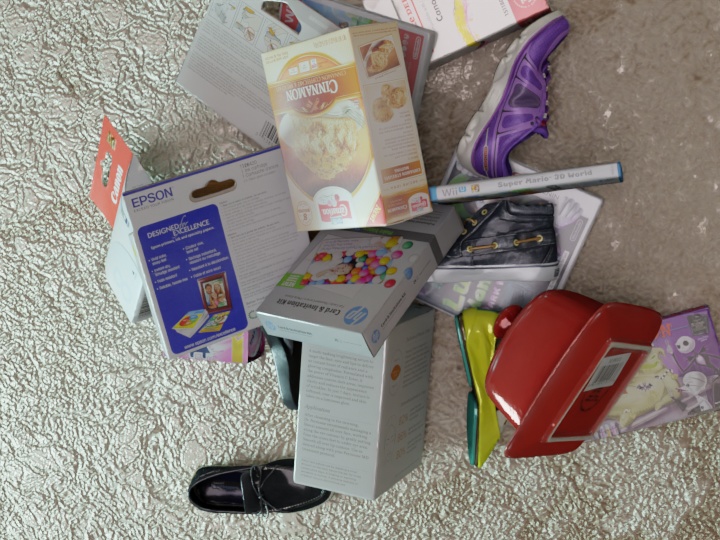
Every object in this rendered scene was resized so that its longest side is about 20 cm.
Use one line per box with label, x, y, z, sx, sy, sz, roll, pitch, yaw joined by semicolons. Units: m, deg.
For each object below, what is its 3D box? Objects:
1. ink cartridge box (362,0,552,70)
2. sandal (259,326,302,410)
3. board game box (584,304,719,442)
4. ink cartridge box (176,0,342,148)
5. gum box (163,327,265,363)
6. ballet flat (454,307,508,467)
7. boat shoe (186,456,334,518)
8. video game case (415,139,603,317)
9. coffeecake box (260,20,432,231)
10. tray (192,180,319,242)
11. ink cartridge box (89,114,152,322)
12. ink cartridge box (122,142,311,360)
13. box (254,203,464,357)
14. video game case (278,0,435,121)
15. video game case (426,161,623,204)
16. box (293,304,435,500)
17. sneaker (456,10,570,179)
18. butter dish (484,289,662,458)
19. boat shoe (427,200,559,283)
ink cartridge box;0.103;-0.304;1.210;0.199;0.067;0.117;-23;92;17
sandal;-0.084;0.073;1.309;0.043;0.076;0.201;-7;107;35
board game box;0.320;0.123;1.238;0.199;0.032;0.120;-17;89;16
ink cartridge box;-0.105;-0.245;1.252;0.200;0.045;0.177;37;117;16
gum box;-0.181;0.008;1.327;0.113;0.066;0.201;4;99;15
ballet flat;0.153;0.139;1.257;0.067;0.067;0.201;-7;106;1
boat shoe;-0.128;0.279;1.356;0.199;0.062;0.075;-3;95;13
video game case;0.162;-0.029;1.258;0.181;0.023;0.201;25;103;10
coffeecake box;-0.016;-0.148;1.134;0.153;0.073;0.201;-2;103;50
tray;-0.113;-0.066;1.259;0.199;0.037;0.099;-5;99;-23
ink cartridge box;-0.290;-0.062;1.287;0.200;0.047;0.160;54;144;21
ink cartridge box;-0.153;-0.025;1.199;0.197;0.047;0.201;-19;110;-20
box;0.000;0.000;1.176;0.156;0.200;0.041;9;140;39
video game case;-0.016;-0.234;1.237;0.200;0.017;0.143;24;118;24
video game case;0.183;-0.093;1.158;0.199;0.143;0.018;-7;91;15
box;0.006;0.143;1.249;0.106;0.152;0.201;8;99;23
sneaker;0.186;-0.192;1.195;0.083;0.081;0.201;29;103;13
butter dish;0.209;0.092;1.174;0.148;0.200;0.200;40;107;31
boat shoe;0.126;-0.033;1.224;0.199;0.071;0.091;-1;93;9
